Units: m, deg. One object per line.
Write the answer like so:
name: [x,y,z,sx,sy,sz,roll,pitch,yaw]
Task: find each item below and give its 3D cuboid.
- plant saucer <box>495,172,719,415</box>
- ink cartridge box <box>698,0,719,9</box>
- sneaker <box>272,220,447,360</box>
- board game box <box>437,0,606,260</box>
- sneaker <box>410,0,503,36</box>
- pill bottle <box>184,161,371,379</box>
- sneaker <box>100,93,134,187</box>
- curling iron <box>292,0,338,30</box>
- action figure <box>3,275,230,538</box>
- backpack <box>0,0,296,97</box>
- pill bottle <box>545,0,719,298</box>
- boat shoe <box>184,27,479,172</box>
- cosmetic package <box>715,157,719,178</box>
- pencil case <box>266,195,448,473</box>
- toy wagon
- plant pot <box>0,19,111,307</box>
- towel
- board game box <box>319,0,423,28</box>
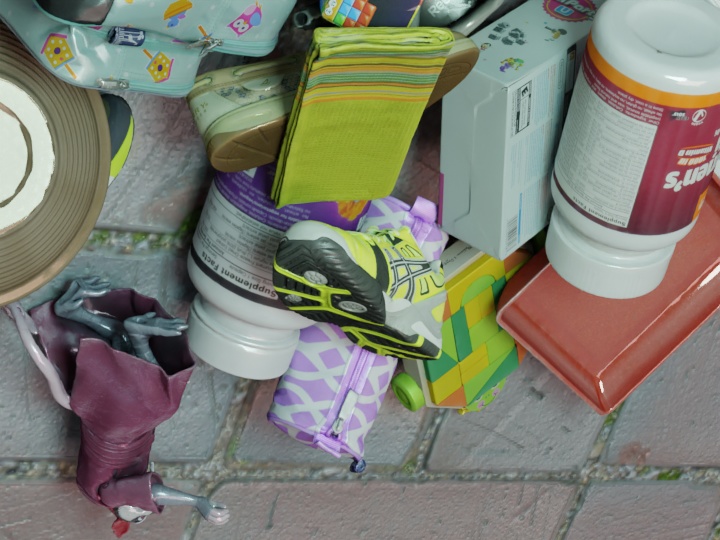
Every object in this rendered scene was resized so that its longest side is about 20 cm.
plant saucer: [0.214,0.001,1.566,0.200,0.037,0.199,-45,137,5]
ink cartridge box: [0.232,-0.295,1.362,0.146,0.084,0.201,41,71,-44]
sneaker: [0.000,0.000,1.341,0.200,0.075,0.077,40,57,-60]
board game box: [0.141,-0.122,1.436,0.199,0.064,0.149,-35,140,-38]
sneaker: [0.094,-0.224,1.354,0.075,0.092,0.201,33,100,-13]
pill bottle: [-0.058,-0.029,1.392,0.110,0.112,0.202,4,119,-34]
sneaker: [-0.238,-0.064,1.283,0.199,0.074,0.081,-32,129,-12]
curling iron: [-0.014,-0.164,1.298,0.026,0.200,0.050,45,102,1]
action figure: [-0.175,0.115,1.403,0.147,0.134,0.202,-7,125,-23]
backpack: [-0.130,-0.194,1.188,0.199,0.176,0.154,-4,126,-41]
pill bottle: [0.193,-0.085,1.366,0.109,0.110,0.201,-12,135,-25]
boat shoe: [-0.016,-0.126,1.284,0.198,0.063,0.073,-19,158,-21]
cosmetic package: [0.255,-0.037,1.630,0.198,0.052,0.152,-6,126,-30]
pencil case: [-0.002,0.042,1.456,0.083,0.085,0.202,22,83,-10]
toy wagon: [0.092,0.052,1.575,0.155,0.040,0.201,-36,141,-19]
plant pot: [-0.242,-0.071,1.203,0.199,0.093,0.203,-2,95,-22]
towel: [-0.002,-0.091,1.231,0.085,0.018,0.200,-1,154,-12]
board game box: [0.031,-0.244,1.240,0.056,0.200,0.166,26,108,-13]
